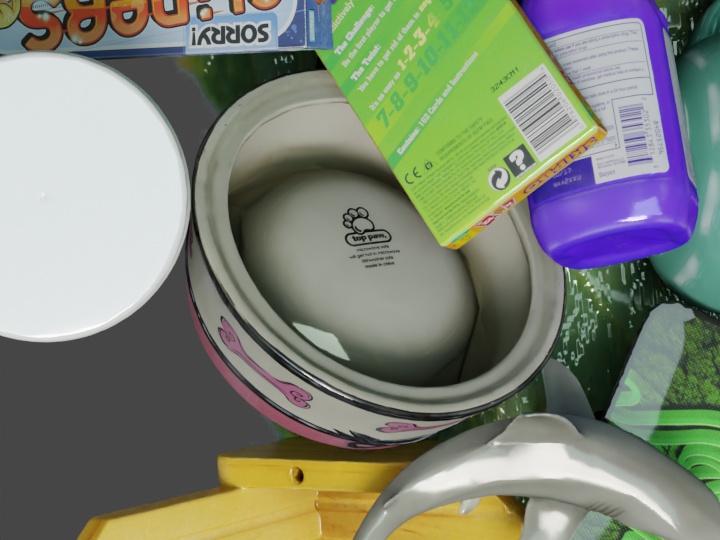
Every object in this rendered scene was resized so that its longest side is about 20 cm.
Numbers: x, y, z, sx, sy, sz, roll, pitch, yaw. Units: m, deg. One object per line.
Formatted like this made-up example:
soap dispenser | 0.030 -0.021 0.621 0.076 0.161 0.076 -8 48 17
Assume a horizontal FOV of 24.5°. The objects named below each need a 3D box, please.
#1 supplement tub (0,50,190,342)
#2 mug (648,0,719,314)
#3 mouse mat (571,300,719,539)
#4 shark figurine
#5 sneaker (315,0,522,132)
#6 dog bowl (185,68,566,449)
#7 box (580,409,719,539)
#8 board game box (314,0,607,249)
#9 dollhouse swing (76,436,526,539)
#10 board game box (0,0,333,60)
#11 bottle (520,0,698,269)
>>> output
supplement tub | -0.150 -0.037 0.813 0.131 0.200 0.133 0 92 -7
mug | 0.209 -0.060 0.898 0.114 0.185 0.153 3 124 -7
mouse mat | 0.210 0.123 0.868 0.199 0.008 0.162 23 90 -8
shark figurine | 0.063 0.100 0.795 0.213 0.090 0.129 -16 66 -9
sneaker | 0.057 -0.166 0.904 0.139 0.078 0.201 9 101 -10
dog bowl | 0.000 0.000 0.832 0.199 0.074 0.201 13 54 -18
box | 0.203 0.104 0.918 0.199 0.100 0.075 -11 94 -7
board game box | 0.028 -0.119 0.822 0.095 0.030 0.201 -37 74 16
dollhouse swing | -0.025 0.199 0.843 0.181 0.176 0.201 -1 93 29
board game box | -0.112 -0.176 0.844 0.199 0.034 0.136 0 96 23
bottle | 0.116 -0.105 0.840 0.083 0.065 0.201 -14 71 20
